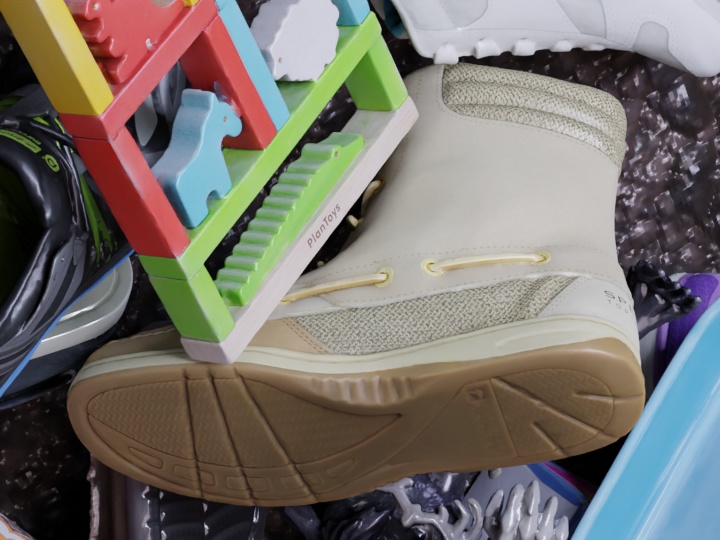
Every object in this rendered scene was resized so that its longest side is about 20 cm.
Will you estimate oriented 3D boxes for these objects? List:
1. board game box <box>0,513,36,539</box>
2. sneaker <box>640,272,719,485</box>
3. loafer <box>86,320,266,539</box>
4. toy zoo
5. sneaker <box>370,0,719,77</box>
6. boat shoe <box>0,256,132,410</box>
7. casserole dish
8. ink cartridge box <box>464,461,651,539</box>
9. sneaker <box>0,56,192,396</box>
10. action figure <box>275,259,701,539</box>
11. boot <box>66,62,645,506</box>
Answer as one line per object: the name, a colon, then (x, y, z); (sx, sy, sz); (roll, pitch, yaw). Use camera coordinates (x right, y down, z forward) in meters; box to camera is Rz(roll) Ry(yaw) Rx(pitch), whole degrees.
board game box: (-0.138, 0.186, 0.986); (0.200, 0.097, 0.160); (37, 101, 1)
sneaker: (0.170, 0.088, 1.123); (0.083, 0.200, 0.081); (-32, 154, 34)
loafer: (-0.081, 0.119, 1.061); (0.073, 0.071, 0.201); (-4, 93, -53)
toy zoo: (-0.053, -0.086, 0.927); (0.131, 0.020, 0.200); (-54, 134, -33)
sneaker: (0.051, -0.112, 1.040); (0.200, 0.077, 0.081); (23, 103, -24)
boat shoe: (-0.177, 0.033, 0.989); (0.199, 0.075, 0.066); (-20, 153, -24)
casserole dish: (0.150, 0.097, 1.067); (0.039, 0.121, 0.200); (27, 92, -55)
ink cartridge box: (0.111, 0.173, 1.186); (0.200, 0.076, 0.137); (28, 96, -34)
sneaker: (-0.106, -0.027, 0.952); (0.071, 0.083, 0.200); (32, 57, 1)
action figure: (0.035, 0.067, 1.080); (0.119, 0.102, 0.200); (35, 88, 10)
boot: (0.000, 0.000, 1.019); (0.199, 0.156, 0.073); (-8, 134, 11)
